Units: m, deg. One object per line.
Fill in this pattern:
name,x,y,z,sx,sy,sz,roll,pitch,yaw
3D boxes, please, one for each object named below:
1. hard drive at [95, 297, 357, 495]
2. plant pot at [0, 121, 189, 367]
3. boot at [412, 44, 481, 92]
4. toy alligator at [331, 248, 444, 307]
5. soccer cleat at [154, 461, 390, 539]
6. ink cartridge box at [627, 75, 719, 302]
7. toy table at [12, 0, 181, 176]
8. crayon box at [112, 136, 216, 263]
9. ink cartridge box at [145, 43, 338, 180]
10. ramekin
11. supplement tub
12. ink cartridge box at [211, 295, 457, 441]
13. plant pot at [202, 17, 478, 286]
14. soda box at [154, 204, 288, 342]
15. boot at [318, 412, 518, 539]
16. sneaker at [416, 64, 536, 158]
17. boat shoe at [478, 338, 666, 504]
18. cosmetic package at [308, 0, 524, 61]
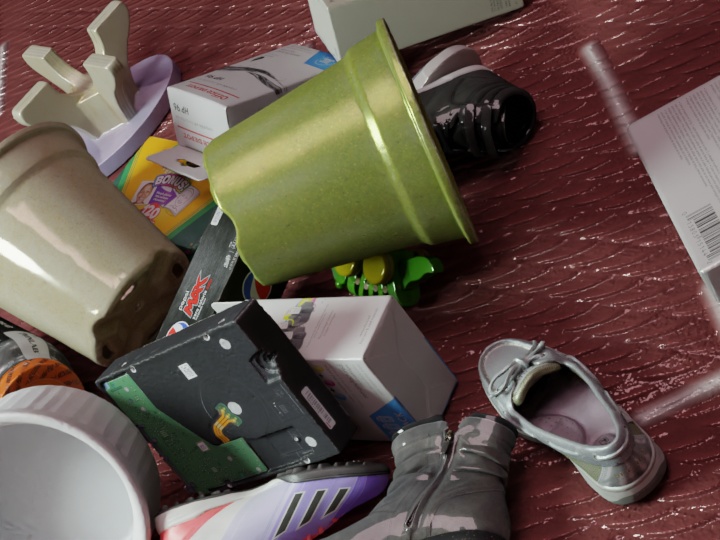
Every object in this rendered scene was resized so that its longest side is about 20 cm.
hard drive,-0.112,0.108,1.308,0.200,0.140,0.038,-25,19,44
plant pot,-0.272,-0.012,1.547,0.183,0.201,0.201,34,74,20
boot,0.028,-0.144,1.544,0.090,0.073,0.200,24,69,44
toy alligator,0.000,0.000,1.441,0.200,0.059,0.055,14,101,47
soccer cleat,-0.066,0.202,1.286,0.199,0.068,0.073,-17,76,10
ink cartridge box,0.321,-0.089,1.269,0.176,0.045,0.200,-30,38,13
toy table,-0.306,-0.204,1.850,0.183,0.117,0.200,1,51,40
crayon box,-0.179,-0.065,1.648,0.200,0.058,0.119,14,62,47
ink cartridge box,-0.112,-0.161,1.614,0.200,0.068,0.116,-25,28,-30
ramekin,-0.261,0.193,1.336,0.200,0.201,0.098,-27,12,15
supplement tub,-0.356,0.110,1.562,0.200,0.123,0.123,18,64,48
ink cartridge box,-0.037,0.082,1.330,0.199,0.115,0.068,-3,49,39
plant pot,-0.024,-0.081,1.341,0.184,0.201,0.201,-23,39,5
soda box,-0.127,0.042,1.446,0.063,0.071,0.201,15,78,46
boot,0.025,0.181,1.215,0.199,0.070,0.132,-9,50,16
sneaker,0.075,-0.124,1.459,0.200,0.071,0.099,-32,32,-24
boat shoe,0.148,0.099,1.201,0.074,0.065,0.202,-40,37,-3
cosmetic package,0.052,-0.283,1.621,0.199,0.073,0.104,-20,35,-9
